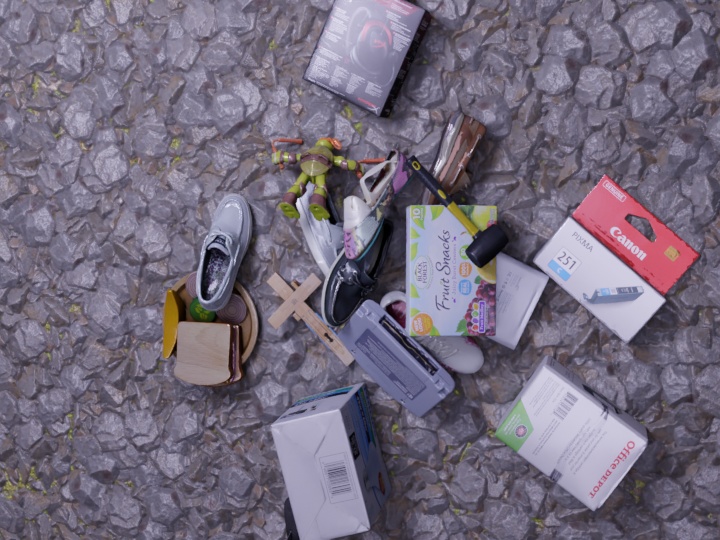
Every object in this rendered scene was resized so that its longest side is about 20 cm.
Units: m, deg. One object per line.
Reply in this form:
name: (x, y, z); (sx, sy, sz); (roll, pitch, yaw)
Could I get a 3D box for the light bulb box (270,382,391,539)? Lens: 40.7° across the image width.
light bulb box: (-0.043, 0.310, 1.595); (0.123, 0.200, 0.202); (-14, 93, 13)

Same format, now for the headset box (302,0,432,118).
headset box: (0.015, -0.369, 1.563); (0.147, 0.075, 0.203); (26, 102, 9)

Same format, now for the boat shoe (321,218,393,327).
boat shoe: (0.002, 0.001, 1.578); (0.066, 0.074, 0.202); (8, 65, 49)

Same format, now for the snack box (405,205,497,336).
snack box: (0.142, 0.000, 1.527); (0.139, 0.053, 0.204); (0, 92, -3)

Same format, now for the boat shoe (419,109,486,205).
boat shoe: (0.146, -0.153, 1.558); (0.071, 0.076, 0.203); (18, 113, -3)

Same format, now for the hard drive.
hard drive: (0.189, 0.025, 1.577); (0.197, 0.025, 0.134); (26, 99, 1)

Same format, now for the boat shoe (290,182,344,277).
boat shoe: (-0.049, -0.063, 1.619); (0.071, 0.070, 0.204); (-26, 88, 19)

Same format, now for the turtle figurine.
turtle figurine: (-0.063, -0.160, 1.574); (0.196, 0.065, 0.163); (11, 57, 5)

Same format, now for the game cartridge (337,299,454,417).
game cartridge: (0.055, 0.148, 1.598); (0.200, 0.041, 0.133); (45, 142, 3)

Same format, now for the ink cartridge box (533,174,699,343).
ink cartridge box: (0.401, -0.019, 1.526); (0.199, 0.045, 0.177); (40, 105, 6)

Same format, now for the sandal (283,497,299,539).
sandal: (-0.104, 0.497, 1.712); (0.074, 0.045, 0.204); (-8, 95, 14)

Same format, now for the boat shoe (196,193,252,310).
boat shoe: (-0.231, -0.034, 1.639); (0.069, 0.072, 0.205); (12, 82, 3)

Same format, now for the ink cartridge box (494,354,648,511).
ink cartridge box: (0.337, 0.258, 1.554); (0.199, 0.084, 0.147); (36, 104, 7)

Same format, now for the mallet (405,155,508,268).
mallet: (0.135, -0.088, 1.482); (0.199, 0.041, 0.066); (41, 84, 0)

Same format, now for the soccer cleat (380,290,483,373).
soccer cleat: (0.111, 0.108, 1.590); (0.198, 0.086, 0.070); (35, 102, 7)

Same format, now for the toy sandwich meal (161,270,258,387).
toy sandwich meal: (-0.271, 0.103, 1.693); (0.201, 0.070, 0.210); (2, 97, 14)

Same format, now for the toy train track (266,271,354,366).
toy train track: (-0.082, 0.082, 1.667); (0.115, 0.033, 0.200); (-44, 91, 7)

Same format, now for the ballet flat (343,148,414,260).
ballet flat: (0.017, -0.112, 1.554); (0.071, 0.069, 0.202); (45, 66, -30)
